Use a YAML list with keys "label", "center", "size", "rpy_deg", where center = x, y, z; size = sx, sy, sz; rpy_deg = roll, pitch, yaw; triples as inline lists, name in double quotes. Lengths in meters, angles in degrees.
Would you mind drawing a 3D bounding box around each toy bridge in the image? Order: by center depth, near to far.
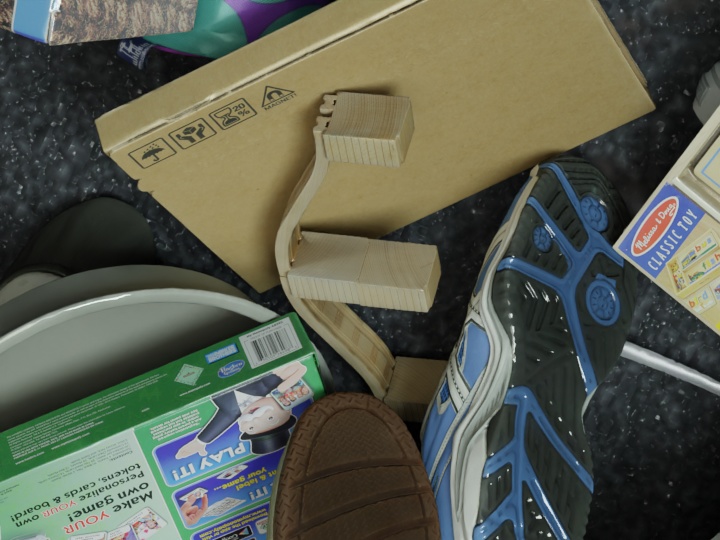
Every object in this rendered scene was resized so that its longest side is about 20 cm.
- label: "toy bridge"
  center: [0.000, 0.000, 1.108]
  size: [0.067, 0.027, 0.200]
  rpy_deg: [6, 143, 14]

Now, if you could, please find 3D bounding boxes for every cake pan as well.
- label: "cake pan"
  center: [-0.109, 0.074, 1.136]
  size: [0.200, 0.037, 0.201]
  rpy_deg: [-13, 135, -13]

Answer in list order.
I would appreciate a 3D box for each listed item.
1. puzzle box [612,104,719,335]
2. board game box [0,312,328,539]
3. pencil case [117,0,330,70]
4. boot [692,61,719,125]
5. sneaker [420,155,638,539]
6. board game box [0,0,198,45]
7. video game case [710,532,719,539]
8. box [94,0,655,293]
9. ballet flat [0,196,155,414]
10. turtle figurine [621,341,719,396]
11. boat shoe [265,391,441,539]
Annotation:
- label: "puzzle box"
  center: [0.207, -0.040, 1.056]
  size: [0.133, 0.025, 0.200]
  rpy_deg: [39, 126, 8]
- label: "board game box"
  center: [-0.101, 0.107, 1.124]
  size: [0.199, 0.029, 0.135]
  rpy_deg: [-22, 137, -5]
- label: "pencil case"
  center: [-0.047, -0.182, 1.089]
  size: [0.092, 0.085, 0.201]
  rpy_deg: [22, 109, 40]
- label: "boot"
  center: [0.242, -0.039, 1.104]
  size: [0.200, 0.074, 0.096]
  rpy_deg: [42, 111, -5]
- label: "sneaker"
  center: [0.063, 0.042, 1.115]
  size: [0.076, 0.077, 0.201]
  rpy_deg: [29, 65, -28]
- label: "board game box"
  center: [-0.159, -0.195, 1.049]
  size: [0.199, 0.097, 0.160]
  rpy_deg: [21, 108, 28]
- label: "video game case"
  center: [0.171, 0.200, 1.046]
  size: [0.200, 0.022, 0.182]
  rpy_deg: [-39, 96, -4]
- label: "box"
  center: [0.011, -0.065, 1.089]
  size: [0.199, 0.163, 0.021]
  rpy_deg: [-25, 62, 11]
- label: "ballet flat"
  center: [-0.160, 0.056, 1.169]
  size: [0.068, 0.068, 0.200]
  rpy_deg: [36, 104, 1]
- label: "turtle figurine"
  center: [0.205, 0.113, 1.112]
  size: [0.193, 0.144, 0.201]
  rpy_deg: [-17, 106, 10]
- label: "boat shoe"
  center: [-0.008, 0.154, 1.071]
  size: [0.074, 0.075, 0.203]
  rpy_deg: [4, 67, -17]
